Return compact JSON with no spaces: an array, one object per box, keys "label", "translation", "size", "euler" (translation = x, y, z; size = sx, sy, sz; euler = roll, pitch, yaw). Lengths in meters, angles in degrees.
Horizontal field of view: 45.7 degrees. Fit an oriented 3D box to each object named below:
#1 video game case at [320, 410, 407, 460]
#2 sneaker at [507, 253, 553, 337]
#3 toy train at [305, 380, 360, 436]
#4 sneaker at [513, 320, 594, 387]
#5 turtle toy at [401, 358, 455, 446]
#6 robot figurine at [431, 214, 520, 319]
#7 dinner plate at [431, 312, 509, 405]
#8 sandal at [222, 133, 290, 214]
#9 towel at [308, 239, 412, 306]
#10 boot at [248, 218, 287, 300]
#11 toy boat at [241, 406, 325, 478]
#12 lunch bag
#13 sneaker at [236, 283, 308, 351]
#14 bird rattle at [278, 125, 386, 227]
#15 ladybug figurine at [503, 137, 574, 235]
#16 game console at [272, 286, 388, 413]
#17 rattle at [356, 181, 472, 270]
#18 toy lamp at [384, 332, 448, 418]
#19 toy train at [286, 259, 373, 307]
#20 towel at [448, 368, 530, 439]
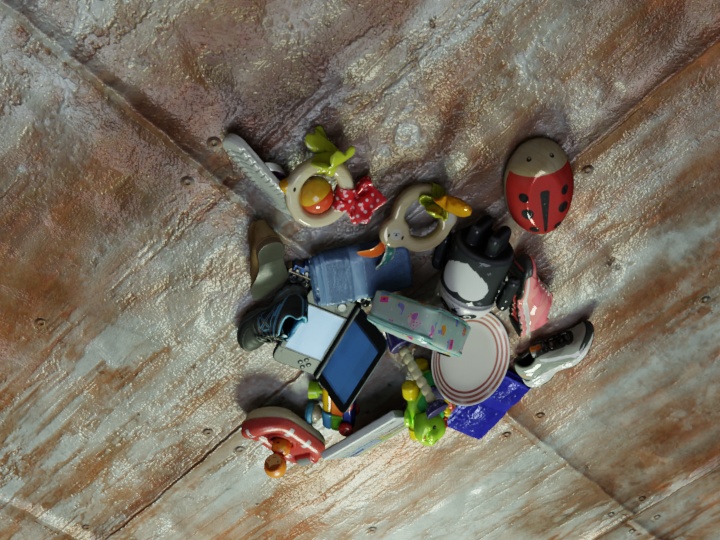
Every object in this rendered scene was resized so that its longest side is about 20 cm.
[{"label":"video game case","translation":[0.030,0.363,1.894],"size":[0.198,0.022,0.181],"euler":[-34,159,18]},{"label":"sneaker","translation":[0.348,0.041,1.732],"size":[0.085,0.074,0.203],"euler":[-16,131,-10]},{"label":"toy train","translation":[-0.063,0.258,1.843],"size":[0.113,0.085,0.204],"euler":[7,123,11]},{"label":"sneaker","translation":[0.412,0.172,1.822],"size":[0.199,0.075,0.079],"euler":[-40,116,22]},{"label":"turtle toy","translation":[0.147,0.290,1.807],"size":[0.099,0.201,0.149],"euler":[1,121,21]},{"label":"robot figurine","translation":[0.221,-0.002,1.639],"size":[0.122,0.152,0.203],"euler":[1,129,-21]},{"label":"dinner plate","translation":[0.228,0.181,1.789],"size":[0.196,0.024,0.206],"euler":[-4,99,-28]},{"label":"sandal","translation":[-0.164,-0.175,1.519],"size":[0.050,0.082,0.203],"euler":[-55,132,-18]},{"label":"towel","translation":[0.000,0.000,1.650],"size":[0.195,0.049,0.114],"euler":[-11,117,-9]},{"label":"boot","translation":[-0.184,-0.019,1.634],"size":[0.072,0.076,0.202],"euler":[-17,148,-22]},{"label":"toy boat","translation":[-0.177,0.389,1.871],"size":[0.129,0.133,0.199],"euler":[-22,129,41]},{"label":"lunch bag","translation":[0.112,0.103,1.654],"size":[0.199,0.158,0.079],"euler":[27,81,-53]},{"label":"sneaker","translation":[-0.177,0.110,1.701],"size":[0.072,0.083,0.199],"euler":[21,130,-39]},{"label":"bird rattle","translation":[-0.058,-0.147,1.519],"size":[0.161,0.113,0.201],"euler":[-32,135,-2]},{"label":"ladybug figurine","translation":[0.333,-0.144,1.579],"size":[0.133,0.073,0.203],"euler":[-13,127,4]},{"label":"game console","translation":[-0.065,0.161,1.729],"size":[0.168,0.119,0.202],"euler":[22,117,-21]},{"label":"rattle","translation":[0.099,-0.061,1.553],"size":[0.198,0.143,0.131],"euler":[-33,131,-7]},{"label":"toy lamp","translation":[0.111,0.200,1.744],"size":[0.057,0.202,0.058],"euler":[-26,160,-10]},{"label":"toy train","translation":[-0.059,0.022,1.688],"size":[0.196,0.034,0.046],"euler":[20,119,-19]},{"label":"towel","translation":[0.275,0.294,1.911],"size":[0.146,0.050,0.201],"euler":[27,120,-22]}]
